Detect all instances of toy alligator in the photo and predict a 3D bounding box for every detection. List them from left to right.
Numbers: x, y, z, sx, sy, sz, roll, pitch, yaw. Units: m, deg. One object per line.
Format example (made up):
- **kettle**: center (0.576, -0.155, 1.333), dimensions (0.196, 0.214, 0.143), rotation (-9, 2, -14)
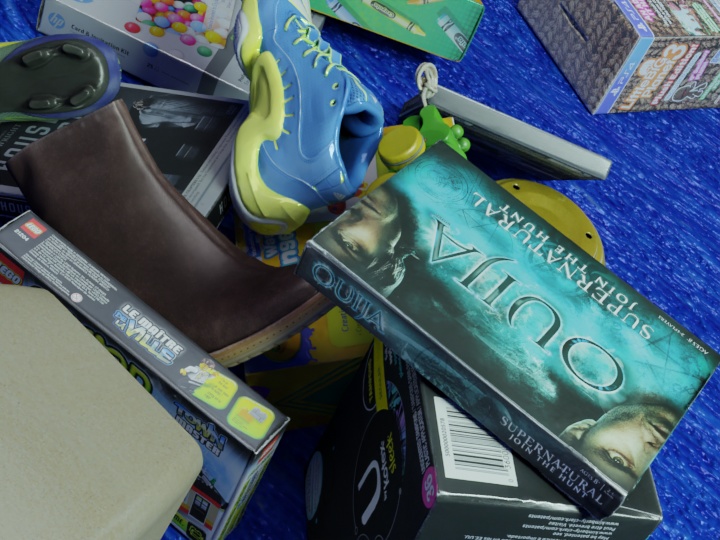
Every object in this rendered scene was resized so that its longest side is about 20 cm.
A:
- **toy alligator**: center (0.047, -0.069, 0.835), dimensions (0.054, 0.059, 0.201), rotation (-7, 47, 27)

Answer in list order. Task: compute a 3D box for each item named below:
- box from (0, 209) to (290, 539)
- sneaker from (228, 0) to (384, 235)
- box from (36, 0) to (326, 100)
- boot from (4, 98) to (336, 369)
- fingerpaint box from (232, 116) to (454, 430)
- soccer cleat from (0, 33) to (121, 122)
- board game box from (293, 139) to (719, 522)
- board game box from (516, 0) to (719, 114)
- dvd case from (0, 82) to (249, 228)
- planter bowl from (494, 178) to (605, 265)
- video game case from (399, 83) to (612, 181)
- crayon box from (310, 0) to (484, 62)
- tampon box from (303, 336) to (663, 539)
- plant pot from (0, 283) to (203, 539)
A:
- **box**: center (-0.142, 0.066, 0.760), dimensions (0.199, 0.110, 0.035), rotation (37, 44, 11)
- **sneaker**: center (-0.027, -0.121, 0.861), dimensions (0.076, 0.104, 0.202), rotation (32, 54, -56)
- **box**: center (-0.141, -0.207, 1.069), dimensions (0.199, 0.041, 0.156), rotation (25, 42, -1)
- **boot**: center (-0.115, -0.022, 0.768), dimensions (0.072, 0.199, 0.168), rotation (-33, 103, -60)
- **fingerpaint box**: center (0.000, 0.000, 0.880), dimensions (0.165, 0.074, 0.201), rotation (-9, 49, -1)
- **soccer cleat**: center (-0.264, -0.129, 0.906), dimensions (0.198, 0.065, 0.084), rotation (-3, 8, 5)
- **board game box**: center (0.080, 0.023, 0.676), dimensions (0.199, 0.028, 0.135), rotation (38, 43, 12)
- **board game box**: center (0.285, -0.245, 1.272), dimensions (0.198, 0.097, 0.160), rotation (-6, 52, -30)
- **dvd case**: center (-0.172, -0.081, 0.894), dimensions (0.198, 0.025, 0.151), rotation (10, 41, 14)
- **planter bowl**: center (0.121, -0.008, 0.979), dimensions (0.198, 0.084, 0.202), rotation (13, 45, -14)
- **video game case**: center (0.106, -0.105, 1.018), dimensions (0.142, 0.019, 0.200), rotation (23, 3, -5)
- **crayon box**: center (0.001, -0.261, 1.142), dimensions (0.198, 0.059, 0.119), rotation (17, 27, -19)
- **tampon box**: center (0.056, 0.127, 0.733), dimensions (0.125, 0.201, 0.151), rotation (10, 44, -17)
- **plant pot**: center (-0.196, 0.121, 0.635), dimensions (0.200, 0.201, 0.177), rotation (42, 34, 16)
